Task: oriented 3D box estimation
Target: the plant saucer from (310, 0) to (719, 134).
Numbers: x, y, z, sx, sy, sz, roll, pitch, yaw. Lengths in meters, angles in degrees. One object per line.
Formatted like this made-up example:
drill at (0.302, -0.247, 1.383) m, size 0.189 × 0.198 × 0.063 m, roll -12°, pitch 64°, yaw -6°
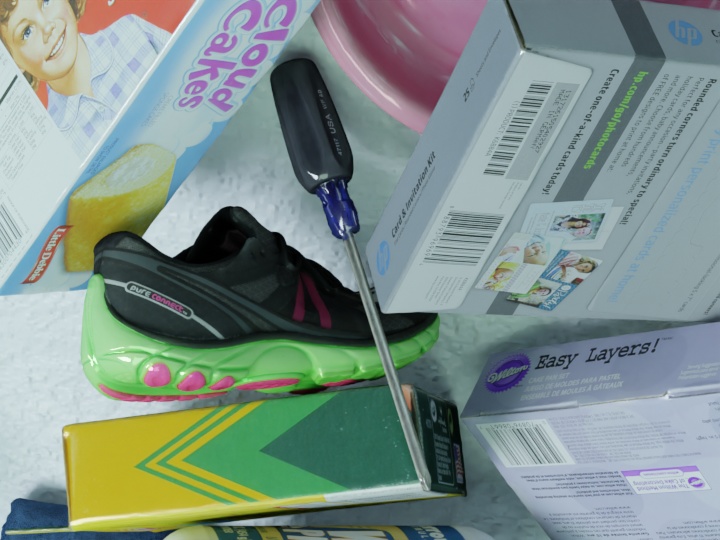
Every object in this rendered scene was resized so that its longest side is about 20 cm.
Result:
plant saucer at (0.074, -0.142, 0.726) m, size 0.200 × 0.051 × 0.201 m, roll 3°, pitch 124°, yaw 5°

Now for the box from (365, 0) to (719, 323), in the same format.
box at (0.121, -0.040, 0.734) m, size 0.199 × 0.041 × 0.156 m, roll 3°, pitch 139°, yaw -21°

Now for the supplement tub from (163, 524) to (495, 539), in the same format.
supplement tub at (0.000, 0.195, 0.852) m, size 0.199 × 0.145 × 0.145 m, roll 2°, pitch 125°, yaw -16°

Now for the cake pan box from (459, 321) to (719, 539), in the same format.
cake pan box at (0.169, 0.107, 0.837) m, size 0.199 × 0.052 × 0.184 m, roll -12°, pitch 125°, yaw 41°

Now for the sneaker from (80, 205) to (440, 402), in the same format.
sneaker at (-0.036, 0.012, 0.784) m, size 0.077 × 0.200 × 0.084 m, roll -15°, pitch 79°, yaw 41°

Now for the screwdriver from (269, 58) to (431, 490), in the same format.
screwdriver at (0.000, 0.000, 0.772) m, size 0.028 × 0.029 × 0.201 m, roll -21°, pitch 80°, yaw 14°

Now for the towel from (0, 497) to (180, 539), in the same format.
towel at (-0.103, 0.193, 0.934) m, size 0.199 × 0.049 × 0.112 m, roll 13°, pitch 79°, yaw -4°

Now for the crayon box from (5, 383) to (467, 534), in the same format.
crayon box at (-0.057, 0.094, 0.849) m, size 0.199 × 0.127 × 0.051 m, roll -8°, pitch 80°, yaw 10°

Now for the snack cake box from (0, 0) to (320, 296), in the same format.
snack cake box at (-0.108, -0.098, 0.731) m, size 0.200 × 0.067 × 0.115 m, roll -49°, pitch 63°, yaw 30°
